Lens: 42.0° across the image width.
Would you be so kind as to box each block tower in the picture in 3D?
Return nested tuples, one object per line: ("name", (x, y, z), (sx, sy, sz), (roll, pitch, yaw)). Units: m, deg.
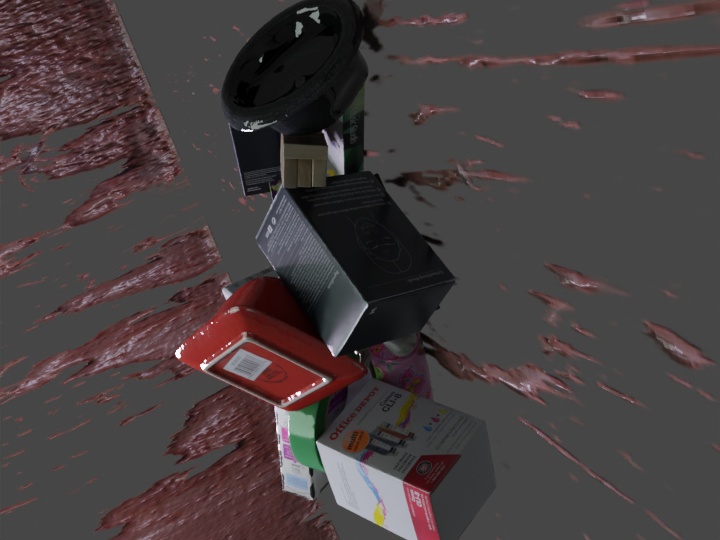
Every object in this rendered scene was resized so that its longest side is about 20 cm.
("block tower", (-0.073, -0.151, 1.183), (0.200, 0.054, 0.058), (-107, 18, -72))

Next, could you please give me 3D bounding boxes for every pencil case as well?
("pencil case", (0.063, 0.168, 1.423), (0.087, 0.087, 0.200), (50, 162, 47))

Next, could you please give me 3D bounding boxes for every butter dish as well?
("butter dish", (-0.107, 0.074, 1.222), (0.200, 0.199, 0.148), (-34, 35, 48))

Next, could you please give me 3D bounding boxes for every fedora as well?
("fedora", (-0.064, -0.224, 1.099), (0.092, 0.201, 0.201), (41, -173, -45))

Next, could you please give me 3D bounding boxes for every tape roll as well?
("tape roll", (-0.034, 0.199, 1.394), (0.048, 0.200, 0.201), (11, 134, 28))

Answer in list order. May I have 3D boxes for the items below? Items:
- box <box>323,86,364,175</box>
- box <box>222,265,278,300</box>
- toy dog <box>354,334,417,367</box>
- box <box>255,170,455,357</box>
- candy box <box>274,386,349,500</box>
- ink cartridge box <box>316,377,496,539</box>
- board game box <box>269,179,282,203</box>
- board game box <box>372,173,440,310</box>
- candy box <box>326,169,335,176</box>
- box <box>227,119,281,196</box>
("box", (-0.041, -0.228, 1.255), (0.144, 0.036, 0.200), (59, 166, 26))
("box", (-0.123, 0.080, 1.739), (0.171, 0.199, 0.200), (69, 167, -13))
("toy dog", (-0.018, 0.060, 1.333), (0.200, 0.132, 0.096), (56, 163, 15))
("box", (-0.008, -0.013, 1.167), (0.200, 0.148, 0.107), (54, 135, 26))
("candy box", (-0.070, 0.233, 1.456), (0.061, 0.136, 0.200), (10, 117, 27))
("ink cartridge box", (0.065, 0.274, 1.327), (0.200, 0.145, 0.145), (16, 137, 35))
("board game box", (-0.108, -0.048, 1.425), (0.200, 0.032, 0.120), (90, 164, -73))
("board game box", (0.040, -0.027, 1.306), (0.200, 0.028, 0.135), (65, 166, 2))
("candy box", (-0.048, -0.086, 1.408), (0.200, 0.026, 0.102), (135, 133, -87))
("box", (-0.165, -0.224, 1.502), (0.200, 0.079, 0.141), (-105, 7, -63))
